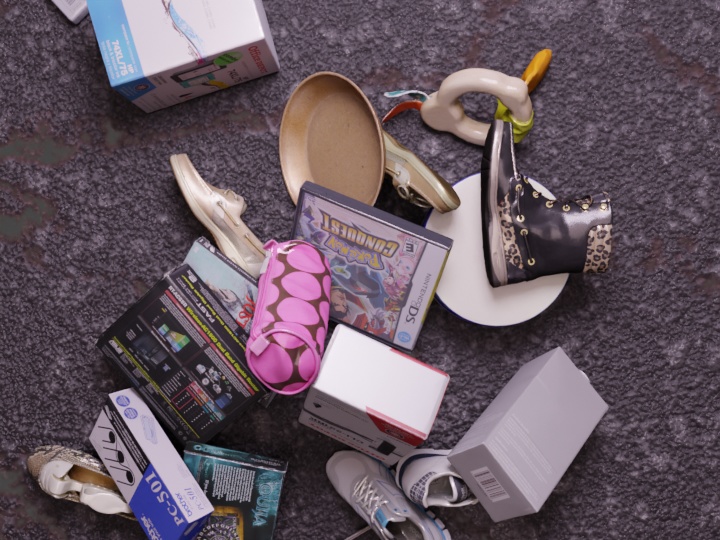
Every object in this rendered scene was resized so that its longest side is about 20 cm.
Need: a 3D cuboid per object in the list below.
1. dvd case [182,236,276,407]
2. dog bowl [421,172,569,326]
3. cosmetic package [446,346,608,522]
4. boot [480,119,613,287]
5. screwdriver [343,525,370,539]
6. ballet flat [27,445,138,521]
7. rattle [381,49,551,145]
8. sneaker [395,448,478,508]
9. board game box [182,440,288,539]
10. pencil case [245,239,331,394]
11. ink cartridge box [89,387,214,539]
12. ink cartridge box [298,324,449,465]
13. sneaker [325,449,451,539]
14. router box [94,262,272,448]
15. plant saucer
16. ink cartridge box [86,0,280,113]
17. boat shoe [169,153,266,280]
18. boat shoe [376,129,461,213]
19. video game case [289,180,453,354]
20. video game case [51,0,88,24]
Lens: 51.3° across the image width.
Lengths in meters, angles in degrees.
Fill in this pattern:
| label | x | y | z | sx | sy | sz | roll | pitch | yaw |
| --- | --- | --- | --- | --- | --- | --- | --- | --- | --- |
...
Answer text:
| label | x | y | z | sx | sy | sz | roll | pitch | yaw |
| --- | --- | --- | --- | --- | --- | --- | --- | --- | --- |
| dvd case | -0.167 | 0.071 | 0.995 | 0.199 | 0.022 | 0.147 | 37 | 115 | 0 |
| dog bowl | 0.175 | -0.028 | 0.987 | 0.197 | 0.079 | 0.203 | 0 | 89 | 1 |
| cosmetic package | 0.211 | 0.200 | 0.934 | 0.107 | 0.090 | 0.199 | 52 | 50 | 2 |
| boot | 0.224 | -0.082 | 0.910 | 0.148 | 0.073 | 0.203 | -2 | 93 | 2 |
| screwdriver | 0.042 | 0.329 | 1.019 | 0.199 | 0.029 | 0.028 | -32 | 89 | 7 |
| ballet flat | -0.362 | 0.285 | 0.998 | 0.198 | 0.075 | 0.069 | 17 | 99 | 2 |
| rattle | 0.137 | -0.250 | 0.997 | 0.198 | 0.130 | 0.145 | 8 | 78 | 28 |
| sneaker | 0.147 | 0.266 | 0.963 | 0.197 | 0.080 | 0.078 | -7 | 100 | -19 |
| board game box | -0.177 | 0.331 | 0.987 | 0.133 | 0.028 | 0.202 | 12 | 107 | -1 |
| pencil case | -0.085 | 0.046 | 0.873 | 0.090 | 0.201 | 0.094 | -33 | 118 | 18 |
| ink cartridge box | -0.270 | 0.258 | 0.959 | 0.200 | 0.044 | 0.094 | 48 | 124 | 23 |
| ink cartridge box | 0.009 | 0.160 | 0.922 | 0.143 | 0.200 | 0.084 | 25 | 67 | 1 |
| sneaker | 0.030 | 0.303 | 0.968 | 0.199 | 0.087 | 0.075 | 35 | 91 | 20 |
| router box | -0.223 | 0.114 | 0.975 | 0.149 | 0.062 | 0.201 | -38 | 95 | 20 |
| plant saucer | -0.031 | -0.152 | 0.967 | 0.035 | 0.199 | 0.203 | -14 | 89 | -42 |
| ink cartridge box | -0.223 | -0.316 | 0.965 | 0.198 | 0.147 | 0.148 | -17 | 89 | 2 |
| boat shoe | -0.182 | -0.076 | 1.003 | 0.065 | 0.072 | 0.201 | -33 | 95 | -5 |
| boat shoe | 0.052 | -0.121 | 0.958 | 0.063 | 0.073 | 0.201 | -51 | 51 | 9 |
| video game case | 0.000 | 0.000 | 0.957 | 0.198 | 0.026 | 0.182 | 22 | 129 | 7 |
| video game case | -0.397 | -0.475 | 1.034 | 0.182 | 0.022 | 0.200 | -43 | 88 | 1 |
